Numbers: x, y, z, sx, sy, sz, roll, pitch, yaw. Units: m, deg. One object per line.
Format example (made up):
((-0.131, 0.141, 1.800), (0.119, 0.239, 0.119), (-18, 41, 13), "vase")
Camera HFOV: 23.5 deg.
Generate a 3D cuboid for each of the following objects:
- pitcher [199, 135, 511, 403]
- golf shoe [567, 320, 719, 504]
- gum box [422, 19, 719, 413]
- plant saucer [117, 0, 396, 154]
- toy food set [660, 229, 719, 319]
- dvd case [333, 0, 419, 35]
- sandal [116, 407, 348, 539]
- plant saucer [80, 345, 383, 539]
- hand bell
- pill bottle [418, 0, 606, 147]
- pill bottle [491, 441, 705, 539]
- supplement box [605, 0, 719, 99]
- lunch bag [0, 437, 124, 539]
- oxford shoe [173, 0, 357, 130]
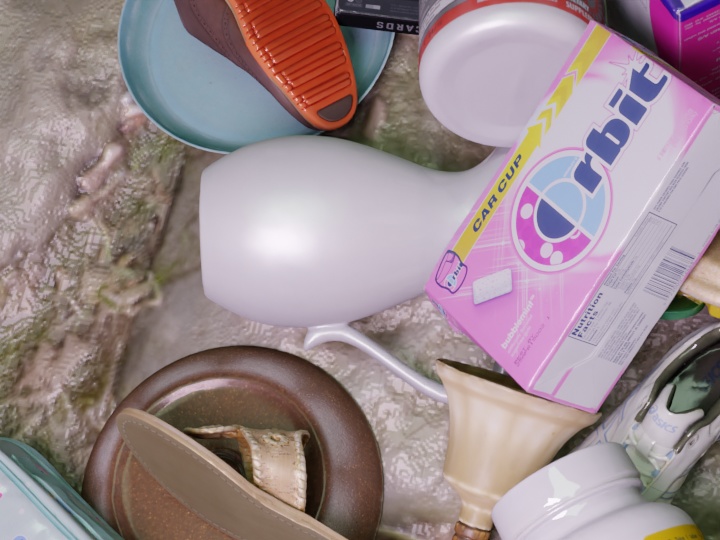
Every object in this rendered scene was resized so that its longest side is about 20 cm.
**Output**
((0.000, 0.000, 1.099), (0.199, 0.121, 0.172), (0, 84, -1), "pitcher")
((0.166, 0.105, 1.028), (0.078, 0.097, 0.200), (35, 80, 19), "golf shoe")
((0.131, -0.026, 0.993), (0.200, 0.066, 0.114), (-58, 43, 13), "gum box")
((-0.071, -0.167, 1.216), (0.199, 0.027, 0.201), (-4, 68, 10), "plant saucer")
((0.250, -0.023, 1.042), (0.197, 0.049, 0.200), (15, 37, 20), "toy food set")
((0.066, -0.254, 1.208), (0.150, 0.025, 0.201), (7, 68, 0), "dvd case")
((-0.044, 0.131, 1.043), (0.211, 0.078, 0.070), (34, 58, 14), "sandal")
((-0.087, 0.138, 1.096), (0.200, 0.037, 0.201), (-4, 69, 10), "plant saucer")
((0.066, 0.163, 1.035), (0.104, 0.104, 0.201), (17, 92, 16), "hand bell")
((0.094, -0.186, 1.090), (0.115, 0.116, 0.200), (-6, 51, 8), "pill bottle")
((0.153, 0.199, 0.932), (0.112, 0.112, 0.200), (-27, 67, -1), "pill bottle")
((0.215, -0.169, 1.069), (0.103, 0.200, 0.101), (-26, 68, -1), "supplement box")
((-0.213, 0.203, 1.060), (0.200, 0.077, 0.160), (40, 91, 22), "lunch bag")
((-0.074, -0.170, 1.177), (0.071, 0.073, 0.200), (-27, 78, -36), "oxford shoe")
